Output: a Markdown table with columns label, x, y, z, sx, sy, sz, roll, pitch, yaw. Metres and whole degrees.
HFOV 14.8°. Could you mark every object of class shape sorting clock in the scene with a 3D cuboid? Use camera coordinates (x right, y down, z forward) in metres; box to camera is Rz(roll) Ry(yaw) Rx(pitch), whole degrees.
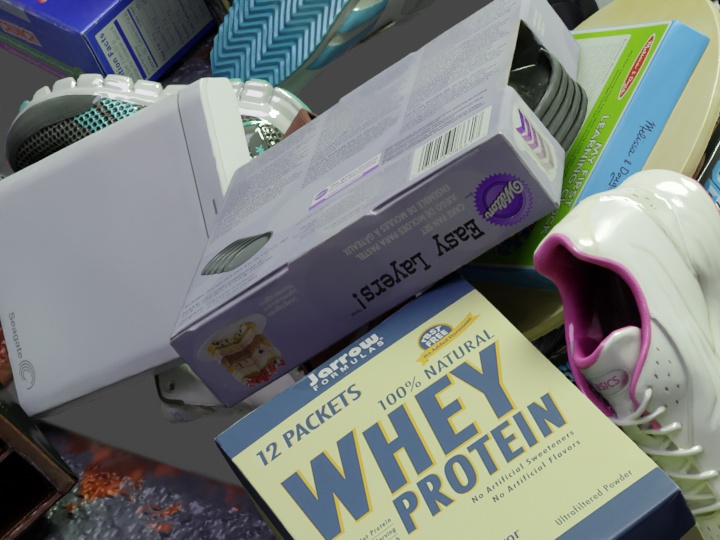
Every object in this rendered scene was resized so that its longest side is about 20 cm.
| label | x | y | z | sx | sy | sz | roll | pitch | yaw |
| --- | --- | --- | --- | --- | --- | --- | --- | --- | --- |
| shape sorting clock | 0.105 | -0.049 | 1.323 | 0.200 | 0.039 | 0.200 | -47 | 22 | 26 |

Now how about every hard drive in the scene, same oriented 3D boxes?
| label | x | y | z | sx | sy | sz | roll | pitch | yaw |
| --- | --- | --- | --- | --- | --- | --- | --- | --- | --- |
| hard drive | -0.126 | -0.008 | 1.472 | 0.200 | 0.027 | 0.132 | -22 | 78 | 44 |

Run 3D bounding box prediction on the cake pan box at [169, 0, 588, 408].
| label | x | y | z | sx | sy | sz | roll | pitch | yaw |
| --- | --- | --- | --- | --- | --- | --- | --- | --- | --- |
| cake pan box | 0.013 | -0.041 | 1.295 | 0.200 | 0.052 | 0.184 | -33 | 20 | 20 |

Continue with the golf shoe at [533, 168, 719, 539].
| label | x | y | z | sx | sy | sz | roll | pitch | yaw |
| --- | --- | --- | --- | --- | --- | --- | --- | --- | --- |
| golf shoe | 0.130 | 0.059 | 1.175 | 0.091 | 0.200 | 0.075 | -16 | -6 | -44 |

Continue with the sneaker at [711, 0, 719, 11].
| label | x | y | z | sx | sy | sz | roll | pitch | yaw |
| --- | --- | --- | --- | --- | --- | --- | --- | --- | --- |
| sneaker | 0.179 | -0.137 | 1.530 | 0.200 | 0.077 | 0.082 | -15 | 54 | 27 |

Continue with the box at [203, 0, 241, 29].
| label | x | y | z | sx | sy | sz | roll | pitch | yaw |
| --- | --- | --- | --- | --- | --- | --- | --- | --- | --- |
| box | -0.047 | -0.247 | 1.642 | 0.160 | 0.200 | 0.049 | -38 | 43 | -12 |

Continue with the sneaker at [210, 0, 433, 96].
| label | x | y | z | sx | sy | sz | roll | pitch | yaw |
| --- | --- | --- | --- | --- | --- | --- | --- | --- | --- |
| sneaker | -0.004 | -0.162 | 1.634 | 0.200 | 0.081 | 0.077 | -44 | 55 | 12 |

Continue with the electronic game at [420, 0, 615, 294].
| label | x | y | z | sx | sy | sz | roll | pitch | yaw |
| --- | --- | --- | --- | --- | --- | --- | --- | --- | --- |
| electronic game | 0.090 | -0.069 | 1.462 | 0.200 | 0.042 | 0.200 | -46 | 26 | 31 |

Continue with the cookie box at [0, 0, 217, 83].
| label | x | y | z | sx | sy | sz | roll | pitch | yaw |
| --- | --- | --- | --- | --- | --- | --- | --- | --- | --- |
| cookie box | -0.144 | -0.213 | 1.746 | 0.200 | 0.075 | 0.171 | -45 | 46 | -18 |

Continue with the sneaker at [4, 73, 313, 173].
| label | x | y | z | sx | sy | sz | roll | pitch | yaw |
| --- | --- | --- | --- | --- | --- | --- | --- | --- | --- |
| sneaker | -0.125 | -0.060 | 1.598 | 0.200 | 0.078 | 0.091 | -1 | 53 | 27 |

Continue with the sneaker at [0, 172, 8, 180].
| label | x | y | z | sx | sy | sz | roll | pitch | yaw |
| --- | --- | --- | --- | --- | --- | --- | --- | --- | --- |
| sneaker | -0.216 | -0.025 | 1.594 | 0.200 | 0.091 | 0.076 | 9 | 52 | 31 |

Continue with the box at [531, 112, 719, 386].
| label | x | y | z | sx | sy | sz | roll | pitch | yaw |
| --- | --- | --- | --- | --- | --- | --- | --- | --- | --- |
| box | 0.137 | -0.011 | 1.358 | 0.200 | 0.050 | 0.198 | -59 | 12 | -30 |

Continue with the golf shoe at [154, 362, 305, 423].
| label | x | y | z | sx | sy | sz | roll | pitch | yaw |
| --- | --- | --- | --- | --- | --- | --- | --- | --- | --- |
| golf shoe | -0.060 | 0.055 | 1.474 | 0.097 | 0.078 | 0.200 | -54 | 45 | 11 |

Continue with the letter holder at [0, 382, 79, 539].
| label | x | y | z | sx | sy | sz | roll | pitch | yaw |
| --- | --- | --- | --- | --- | --- | --- | --- | --- | --- |
| letter holder | -0.272 | 0.086 | 1.500 | 0.142 | 0.101 | 0.200 | -44 | 44 | -2 |

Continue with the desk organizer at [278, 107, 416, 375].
| label | x | y | z | sx | sy | sz | roll | pitch | yaw |
| --- | --- | --- | --- | --- | --- | --- | --- | --- | --- |
| desk organizer | 0.000 | 0.000 | 1.433 | 0.077 | 0.072 | 0.200 | -56 | 30 | 16 |

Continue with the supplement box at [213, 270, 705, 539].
| label | x | y | z | sx | sy | sz | roll | pitch | yaw |
| --- | --- | --- | --- | --- | --- | --- | --- | --- | --- |
| supplement box | 0.068 | 0.146 | 1.202 | 0.134 | 0.200 | 0.200 | -35 | 38 | -8 |
